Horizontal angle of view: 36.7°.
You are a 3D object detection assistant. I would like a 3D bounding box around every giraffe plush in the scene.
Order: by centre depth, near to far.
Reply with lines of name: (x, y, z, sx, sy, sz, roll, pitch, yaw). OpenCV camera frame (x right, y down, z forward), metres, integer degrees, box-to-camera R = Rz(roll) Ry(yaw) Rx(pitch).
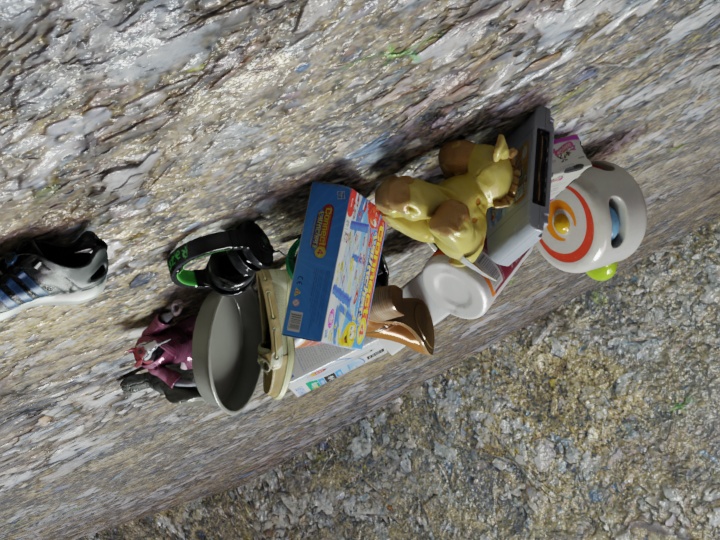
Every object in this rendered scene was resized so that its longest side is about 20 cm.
giraffe plush: (0.138, -0.106, 1.450, 0.163, 0.199, 0.172, -59, -167, -8)

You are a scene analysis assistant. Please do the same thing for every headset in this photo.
headset: (-0.152, -0.003, 1.419, 0.199, 0.094, 0.123, -5, 157, -36)

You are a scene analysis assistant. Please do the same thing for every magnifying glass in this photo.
magnifying glass: (-0.021, -0.042, 1.584, 0.199, 0.080, 0.022, -32, 172, -20)

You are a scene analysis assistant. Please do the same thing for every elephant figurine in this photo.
elephant figurine: (-0.287, 0.178, 1.821, 0.199, 0.142, 0.156, -2, 128, -24)

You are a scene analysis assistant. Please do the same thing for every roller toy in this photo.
roller toy: (0.386, -0.094, 1.879, 0.139, 0.200, 0.183, -15, 150, -35)

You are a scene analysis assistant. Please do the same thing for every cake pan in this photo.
cake pan: (-0.196, 0.112, 1.613, 0.036, 0.202, 0.200, 2, 175, 18)

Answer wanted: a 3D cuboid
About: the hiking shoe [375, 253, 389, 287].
hiking shoe: (0.000, 0.000, 1.693, 0.075, 0.101, 0.200, -23, 166, -6)

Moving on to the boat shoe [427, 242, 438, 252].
boat shoe: (0.129, -0.065, 1.652, 0.063, 0.073, 0.200, -33, 141, 16)

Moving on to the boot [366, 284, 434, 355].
boot: (0.020, 0.083, 1.687, 0.154, 0.074, 0.200, -13, 144, 26)

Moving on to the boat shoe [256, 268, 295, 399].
boat shoe: (-0.135, 0.097, 1.650, 0.063, 0.202, 0.073, 2, -166, -22)

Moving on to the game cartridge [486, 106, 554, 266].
game cartridge: (0.221, -0.114, 1.517, 0.041, 0.201, 0.133, 19, 150, -19)

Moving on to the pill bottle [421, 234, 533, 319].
pill bottle: (0.187, -0.033, 1.615, 0.200, 0.114, 0.114, -48, -179, -33)

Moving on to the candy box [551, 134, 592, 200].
candy box: (0.258, -0.135, 1.743, 0.136, 0.061, 0.200, -15, 164, -30)

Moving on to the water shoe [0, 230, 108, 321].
water shoe: (-0.363, 0.000, 1.145, 0.199, 0.072, 0.079, -13, 135, -38)

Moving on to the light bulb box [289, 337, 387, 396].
light bulb box: (-0.066, 0.127, 2.006, 0.199, 0.125, 0.198, -26, 167, -2)

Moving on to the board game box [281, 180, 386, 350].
board game box: (-0.029, 0.000, 1.446, 0.056, 0.201, 0.196, 10, 176, 17)

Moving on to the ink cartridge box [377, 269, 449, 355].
ink cartridge box: (0.119, 0.041, 1.808, 0.147, 0.086, 0.200, -35, 175, -38)

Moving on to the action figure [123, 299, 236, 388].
action figure: (-0.284, 0.106, 1.636, 0.148, 0.135, 0.199, -1, -175, 39)

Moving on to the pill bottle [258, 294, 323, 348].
pill bottle: (-0.075, 0.067, 1.785, 0.112, 0.113, 0.200, -33, 164, 28)
